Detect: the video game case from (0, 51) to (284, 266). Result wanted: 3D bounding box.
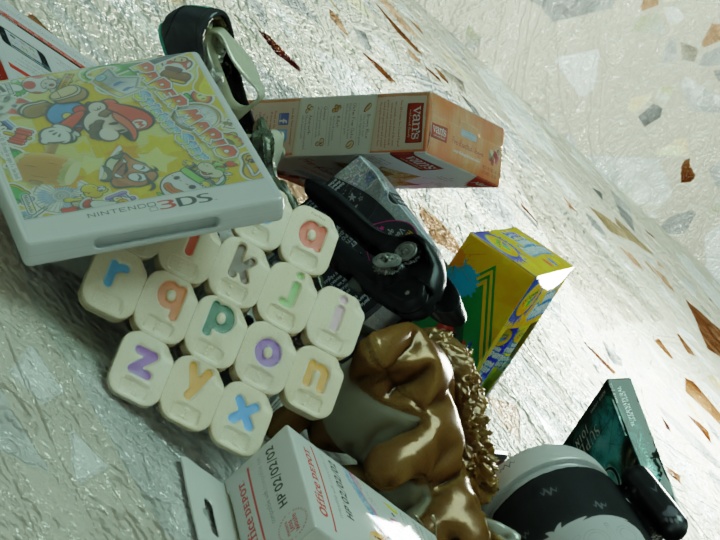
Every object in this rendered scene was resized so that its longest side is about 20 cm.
[{"bbox_3d":[-0.171,-0.084,1.440,0.200,0.181,0.023,-122,-152,-47],"label":"video game case"}]

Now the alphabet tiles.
[{"bbox_3d":[-0.095,0.024,1.442,0.200,0.015,0.196,27,63,-16],"label":"alphabet tiles"}]

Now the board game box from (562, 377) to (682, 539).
[{"bbox_3d":[0.204,0.203,1.758,0.028,0.200,0.136,-2,53,-22],"label":"board game box"}]

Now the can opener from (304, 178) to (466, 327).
[{"bbox_3d":[0.000,-0.014,1.599,0.200,0.063,0.079,34,-27,40],"label":"can opener"}]

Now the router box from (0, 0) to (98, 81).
[{"bbox_3d":[-0.238,-0.122,1.633,0.200,0.049,0.180,34,19,-43],"label":"router box"}]

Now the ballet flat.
[{"bbox_3d":[-0.101,-0.117,1.635,0.073,0.073,0.201,-53,126,-76],"label":"ballet flat"}]

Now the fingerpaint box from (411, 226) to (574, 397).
[{"bbox_3d":[0.100,0.051,1.787,0.073,0.167,0.200,35,10,11],"label":"fingerpaint box"}]

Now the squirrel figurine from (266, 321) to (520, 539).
[{"bbox_3d":[0.055,0.145,1.566,0.187,0.141,0.200,58,31,10],"label":"squirrel figurine"}]

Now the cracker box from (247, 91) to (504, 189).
[{"bbox_3d":[0.007,-0.109,1.781,0.134,0.199,0.058,19,74,-56],"label":"cracker box"}]

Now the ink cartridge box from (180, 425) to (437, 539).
[{"bbox_3d":[-0.024,0.186,1.389,0.200,0.068,0.115,39,16,-30],"label":"ink cartridge box"}]

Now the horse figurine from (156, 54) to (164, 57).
[{"bbox_3d":[-0.131,-0.091,1.721,0.200,0.050,0.133,62,-2,-33],"label":"horse figurine"}]

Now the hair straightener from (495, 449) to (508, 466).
[{"bbox_3d":[0.081,0.165,1.765,0.077,0.041,0.200,31,10,29],"label":"hair straightener"}]

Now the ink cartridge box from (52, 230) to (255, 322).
[{"bbox_3d":[-0.136,-0.017,1.516,0.200,0.068,0.117,28,20,-17],"label":"ink cartridge box"}]

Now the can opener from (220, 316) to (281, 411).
[{"bbox_3d":[-0.093,0.047,1.594,0.066,0.053,0.200,40,15,-29],"label":"can opener"}]

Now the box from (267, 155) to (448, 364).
[{"bbox_3d":[0.000,0.000,1.762,0.115,0.132,0.200,51,0,11],"label":"box"}]

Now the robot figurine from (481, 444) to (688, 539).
[{"bbox_3d":[0.169,0.229,1.624,0.150,0.125,0.200,-2,36,-25],"label":"robot figurine"}]

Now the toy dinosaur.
[{"bbox_3d":[-0.054,-0.017,1.592,0.047,0.088,0.200,-23,78,-30],"label":"toy dinosaur"}]
